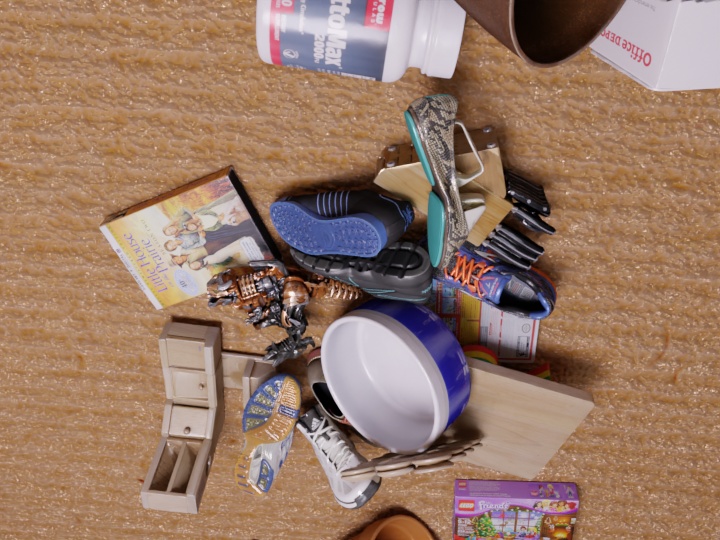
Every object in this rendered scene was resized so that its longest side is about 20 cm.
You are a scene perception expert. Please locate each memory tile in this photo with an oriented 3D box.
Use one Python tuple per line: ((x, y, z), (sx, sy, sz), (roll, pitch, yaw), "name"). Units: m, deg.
((0.073, 0.250, 0.900), (0.152, 0.200, 0.017), (-16, 78, 21), "memory tile")

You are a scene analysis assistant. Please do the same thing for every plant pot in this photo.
((0.122, -0.306, 0.592), (0.200, 0.186, 0.188), (41, 130, 32), "plant pot")
((0.030, 0.529, 1.155), (0.139, 0.201, 0.200), (-26, 118, 38), "plant pot")

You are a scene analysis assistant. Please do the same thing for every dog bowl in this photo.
((0.044, 0.136, 0.899), (0.199, 0.079, 0.202), (23, 127, 35), "dog bowl")

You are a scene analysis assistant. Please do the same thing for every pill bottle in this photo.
((0.003, -0.257, 0.688), (0.198, 0.120, 0.120), (9, 123, 0), "pill bottle")

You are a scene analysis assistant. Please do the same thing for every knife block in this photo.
((0.129, -0.074, 0.823), (0.198, 0.064, 0.177), (-9, 120, 11), "knife block")

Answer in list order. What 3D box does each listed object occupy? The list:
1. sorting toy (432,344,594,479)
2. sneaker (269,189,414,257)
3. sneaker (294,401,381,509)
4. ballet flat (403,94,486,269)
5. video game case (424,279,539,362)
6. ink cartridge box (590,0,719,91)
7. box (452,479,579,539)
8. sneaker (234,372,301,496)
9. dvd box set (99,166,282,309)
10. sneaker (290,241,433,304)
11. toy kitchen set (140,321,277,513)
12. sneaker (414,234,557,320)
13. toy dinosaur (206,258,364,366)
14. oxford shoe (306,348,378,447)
((0.194, 0.194, 0.972), (0.198, 0.070, 0.200), (17, 132, -4), "sorting toy")
((-0.024, -0.062, 0.825), (0.199, 0.078, 0.071), (14, 127, 42), "sneaker")
((-0.046, 0.264, 0.991), (0.076, 0.200, 0.116), (-42, 108, -9), "sneaker")
((0.100, -0.094, 0.743), (0.075, 0.068, 0.201), (-15, 118, -3), "ballet flat")
((0.145, 0.065, 0.939), (0.198, 0.018, 0.144), (1, 123, 5), "video game case")
((0.293, -0.284, 0.619), (0.083, 0.145, 0.201), (-3, 124, -8), "ink cartridge box")
((0.254, 0.413, 1.136), (0.198, 0.039, 0.138), (0, 122, 6), "box")
((-0.130, 0.227, 0.997), (0.075, 0.088, 0.201), (24, 110, 8), "sneaker")
((-0.223, -0.038, 0.903), (0.198, 0.029, 0.147), (-18, 119, 16), "dvd box set")
((0.000, 0.000, 0.860), (0.199, 0.076, 0.080), (16, 150, 26), "sneaker")
((-0.213, 0.211, 0.971), (0.161, 0.181, 0.201), (6, 127, 1), "toy kitchen set")
((0.158, 0.006, 0.851), (0.198, 0.078, 0.076), (20, 105, 0), "sneaker")
((-0.098, 0.043, 0.894), (0.198, 0.102, 0.137), (10, 126, 2), "toy dinosaur")
((-0.019, 0.209, 1.013), (0.070, 0.075, 0.200), (-30, 115, 21), "oxford shoe")
